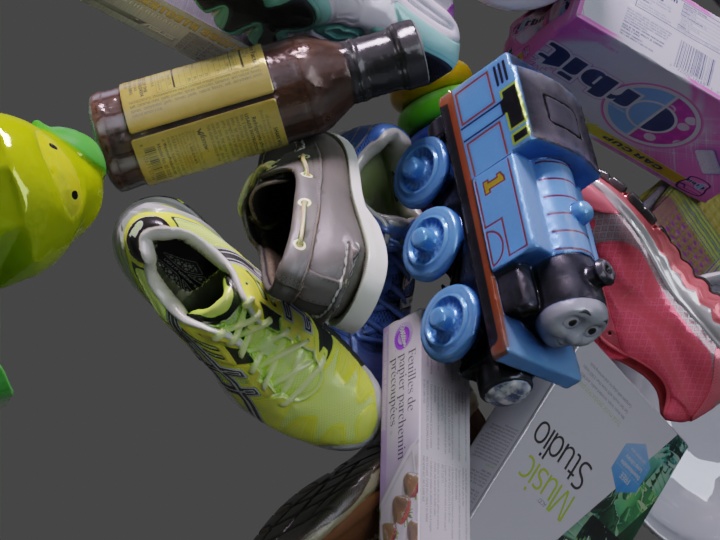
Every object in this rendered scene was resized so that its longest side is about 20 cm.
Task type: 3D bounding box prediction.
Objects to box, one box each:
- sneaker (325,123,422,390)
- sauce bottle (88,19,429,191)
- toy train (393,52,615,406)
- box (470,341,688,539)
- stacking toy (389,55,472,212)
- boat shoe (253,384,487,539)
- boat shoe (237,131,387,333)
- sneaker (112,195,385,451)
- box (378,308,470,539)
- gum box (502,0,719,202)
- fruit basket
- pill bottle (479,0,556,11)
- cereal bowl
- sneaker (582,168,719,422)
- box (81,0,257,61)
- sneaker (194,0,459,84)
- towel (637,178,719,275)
[{"bbox_3d":[0.000,0.000,0.929,0.075,0.077,0.201,5,74,-32],"label":"sneaker"},{"bbox_3d":[-0.058,-0.101,0.879,0.199,0.065,0.065,-15,82,-2],"label":"sauce bottle"},{"bbox_3d":[0.086,-0.023,0.860,0.086,0.114,0.201,22,47,-38],"label":"toy train"},{"bbox_3d":[0.112,0.152,0.915,0.144,0.036,0.200,43,76,-37],"label":"box"},{"bbox_3d":[0.052,-0.110,1.001,0.085,0.085,0.201,-12,76,-34],"label":"stacking toy"},{"bbox_3d":[0.016,0.145,0.897,0.200,0.076,0.074,-36,98,-34],"label":"boat shoe"},{"bbox_3d":[-0.037,-0.037,0.870,0.060,0.072,0.202,18,24,-22],"label":"boat shoe"},{"bbox_3d":[-0.068,0.039,0.862,0.200,0.076,0.075,40,91,-8],"label":"sneaker"},{"bbox_3d":[0.037,0.121,0.847,0.041,0.039,0.201,20,56,-31],"label":"box"},{"bbox_3d":[0.207,-0.139,1.065,0.199,0.113,0.066,28,62,-13],"label":"gum box"},{"bbox_3d":[-0.218,-0.026,0.771,0.214,0.155,0.217,2,82,-15],"label":"fruit basket"},{"bbox_3d":[0.097,-0.281,1.033,0.104,0.104,0.201,15,42,-27],"label":"pill bottle"},{"bbox_3d":[0.258,0.100,1.032,0.199,0.083,0.201,0,89,0],"label":"cereal bowl"},{"bbox_3d":[0.171,0.014,0.959,0.087,0.074,0.200,-41,83,0],"label":"sneaker"},{"bbox_3d":[-0.097,-0.218,0.955,0.199,0.048,0.159,26,62,-23],"label":"box"},{"bbox_3d":[-0.023,-0.206,0.928,0.199,0.078,0.141,17,65,-38],"label":"sneaker"},{"bbox_3d":[0.297,-0.003,1.150,0.144,0.023,0.200,-42,100,-35],"label":"towel"}]
